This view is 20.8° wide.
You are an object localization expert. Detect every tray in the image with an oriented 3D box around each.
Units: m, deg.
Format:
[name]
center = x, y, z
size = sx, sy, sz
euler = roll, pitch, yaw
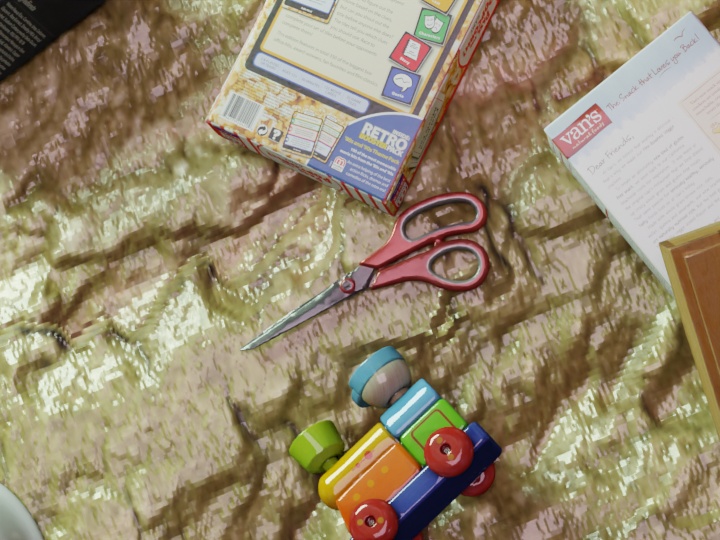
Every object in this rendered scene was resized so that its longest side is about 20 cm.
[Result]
[tray]
center = 0.276, 0.061, 1.304
size = 0.098, 0.037, 0.201
euler = -19, 101, -1

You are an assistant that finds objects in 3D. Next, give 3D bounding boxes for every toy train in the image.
[toy train]
center = -0.009, 0.155, 1.360
size = 0.200, 0.085, 0.116
euler = -44, 66, 0

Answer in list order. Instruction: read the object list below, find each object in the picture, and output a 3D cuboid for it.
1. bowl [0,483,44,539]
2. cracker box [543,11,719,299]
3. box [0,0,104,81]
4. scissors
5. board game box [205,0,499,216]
[bowl]
center = -0.326, 0.230, 1.392
size = 0.200, 0.090, 0.202
euler = -2, 79, 9
[cracker box]
center = 0.241, -0.060, 1.364
size = 0.134, 0.058, 0.200
euler = -38, 77, 2
[box]
center = -0.314, -0.246, 1.463
size = 0.200, 0.117, 0.197
euler = -37, 76, 2
[scissors]
center = 0.000, 0.000, 1.419
size = 0.199, 0.014, 0.073
euler = -17, 80, 7
[board game box]
center = 0.000, -0.162, 1.430
size = 0.151, 0.046, 0.201
euler = 26, 85, 13
